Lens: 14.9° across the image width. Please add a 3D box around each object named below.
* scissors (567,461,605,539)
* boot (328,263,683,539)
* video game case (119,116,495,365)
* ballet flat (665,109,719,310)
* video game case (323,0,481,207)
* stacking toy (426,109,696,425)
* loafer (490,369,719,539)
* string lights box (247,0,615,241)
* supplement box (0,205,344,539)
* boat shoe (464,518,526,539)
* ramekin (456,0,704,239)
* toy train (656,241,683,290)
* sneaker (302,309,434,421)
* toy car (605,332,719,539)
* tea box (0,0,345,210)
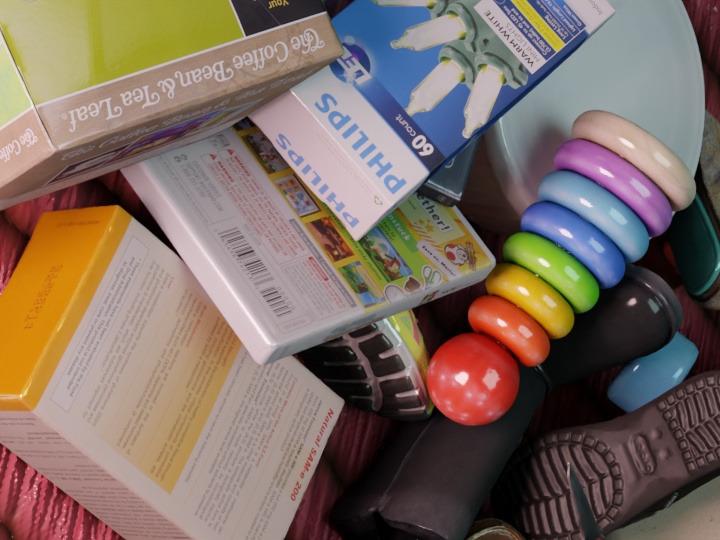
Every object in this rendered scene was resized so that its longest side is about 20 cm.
[{"bbox_3d":[0.144,0.165,1.642,0.073,0.014,0.200,-35,140,-29],"label":"scissors"},{"bbox_3d":[0.088,0.089,1.644,0.066,0.165,0.200,52,55,-15],"label":"boot"},{"bbox_3d":[-0.044,-0.052,1.542,0.182,0.023,0.200,-20,66,-42],"label":"video game case"},{"bbox_3d":[0.224,-0.048,1.793,0.067,0.068,0.200,14,45,-28],"label":"ballet flat"},{"bbox_3d":[-0.013,-0.139,1.575,0.200,0.019,0.143,25,63,-14],"label":"video game case"},{"bbox_3d":[0.110,0.007,1.614,0.085,0.085,0.200,42,79,-34],"label":"stacking toy"},{"bbox_3d":[0.170,0.122,1.675,0.071,0.200,0.073,8,63,-55],"label":"loafer"},{"bbox_3d":[0.039,-0.119,1.545,0.103,0.059,0.200,48,60,0],"label":"string lights box"},{"bbox_3d":[-0.115,0.072,1.509,0.200,0.073,0.126,43,59,-33],"label":"supplement box"},{"bbox_3d":[0.040,0.223,1.623,0.072,0.068,0.200,42,67,-1],"label":"boat shoe"},{"bbox_3d":[0.119,-0.110,1.725,0.202,0.094,0.203,1,89,-44],"label":"ramekin"},{"bbox_3d":[0.270,0.041,1.862,0.200,0.056,0.150,52,27,3],"label":"toy train"},{"bbox_3d":[0.000,0.000,1.620,0.090,0.078,0.200,-48,120,-37],"label":"sneaker"},{"bbox_3d":[0.232,0.136,1.807,0.177,0.184,0.200,-56,176,11],"label":"toy car"},{"bbox_3d":[-0.150,-0.152,1.410,0.200,0.134,0.197,-21,86,-40],"label":"tea box"}]
